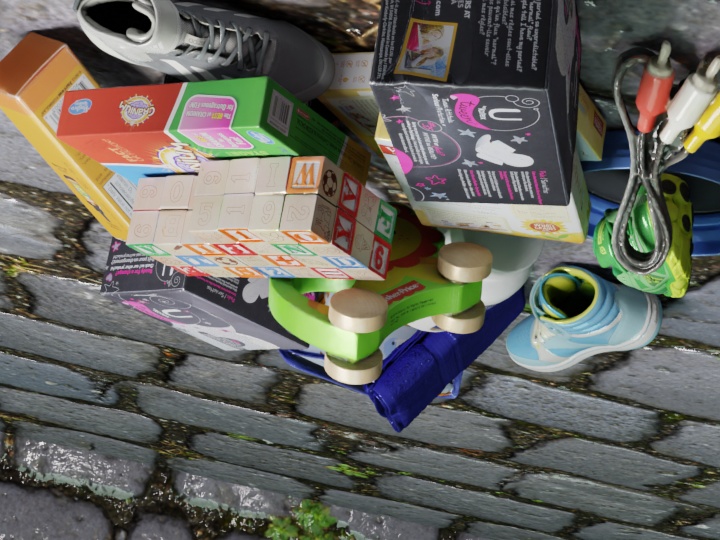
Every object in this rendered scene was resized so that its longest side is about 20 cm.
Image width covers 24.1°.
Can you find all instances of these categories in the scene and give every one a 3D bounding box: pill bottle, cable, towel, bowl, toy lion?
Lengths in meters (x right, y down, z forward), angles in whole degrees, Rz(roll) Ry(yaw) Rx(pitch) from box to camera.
[{"bbox_3d":[0.095,-0.015,1.557,0.110,0.112,0.200,15,163,-14],"label":"pill bottle"},{"bbox_3d":[0.212,-0.082,1.235,0.096,0.050,0.202,19,123,2],"label":"cable"},{"bbox_3d":[0.087,0.074,1.752,0.050,0.200,0.148,44,172,17],"label":"towel"},{"bbox_3d":[0.253,-0.065,1.423,0.198,0.040,0.201,10,163,3],"label":"bowl"},{"bbox_3d":[0.000,0.000,1.414,0.199,0.069,0.191,-23,-141,-39],"label":"toy lion"}]

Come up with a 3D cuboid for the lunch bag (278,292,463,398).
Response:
[{"bbox_3d":[0.006,0.073,1.891,0.169,0.125,0.199,20,173,-27],"label":"lunch bag"}]

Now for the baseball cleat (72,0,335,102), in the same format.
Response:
[{"bbox_3d":[-0.117,-0.165,1.252,0.198,0.071,0.106,11,-176,0],"label":"baseball cleat"}]

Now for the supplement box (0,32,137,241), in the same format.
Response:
[{"bbox_3d":[-0.227,-0.105,1.426,0.066,0.069,0.201,22,154,47],"label":"supplement box"}]

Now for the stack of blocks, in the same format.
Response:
[{"bbox_3d":[-0.086,-0.039,1.321,0.198,0.059,0.115,0,162,33],"label":"stack of blocks"}]

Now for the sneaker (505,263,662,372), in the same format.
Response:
[{"bbox_3d":[0.199,0.045,1.748,0.130,0.080,0.199,22,150,-37],"label":"sneaker"}]

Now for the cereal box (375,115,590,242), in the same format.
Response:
[{"bbox_3d":[0.101,-0.076,1.317,0.142,0.040,0.200,8,164,14],"label":"cereal box"}]

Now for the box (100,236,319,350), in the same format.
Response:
[{"bbox_3d":[-0.153,0.004,1.771,0.131,0.116,0.199,-4,157,39],"label":"box"}]

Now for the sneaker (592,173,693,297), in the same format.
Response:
[{"bbox_3d":[0.231,-0.021,1.381,0.083,0.075,0.200,3,162,11],"label":"sneaker"}]

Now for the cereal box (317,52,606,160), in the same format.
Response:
[{"bbox_3d":[0.080,-0.129,1.326,0.198,0.040,0.144,2,162,26],"label":"cereal box"}]

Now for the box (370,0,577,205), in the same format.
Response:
[{"bbox_3d":[0.084,-0.138,1.109,0.113,0.134,0.200,4,162,11],"label":"box"}]

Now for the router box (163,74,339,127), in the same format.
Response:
[{"bbox_3d":[-0.101,-0.111,1.457,0.148,0.063,0.200,13,163,-4],"label":"router box"}]

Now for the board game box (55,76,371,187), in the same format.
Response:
[{"bbox_3d":[-0.114,-0.098,1.319,0.198,0.041,0.153,0,161,33],"label":"board game box"}]
